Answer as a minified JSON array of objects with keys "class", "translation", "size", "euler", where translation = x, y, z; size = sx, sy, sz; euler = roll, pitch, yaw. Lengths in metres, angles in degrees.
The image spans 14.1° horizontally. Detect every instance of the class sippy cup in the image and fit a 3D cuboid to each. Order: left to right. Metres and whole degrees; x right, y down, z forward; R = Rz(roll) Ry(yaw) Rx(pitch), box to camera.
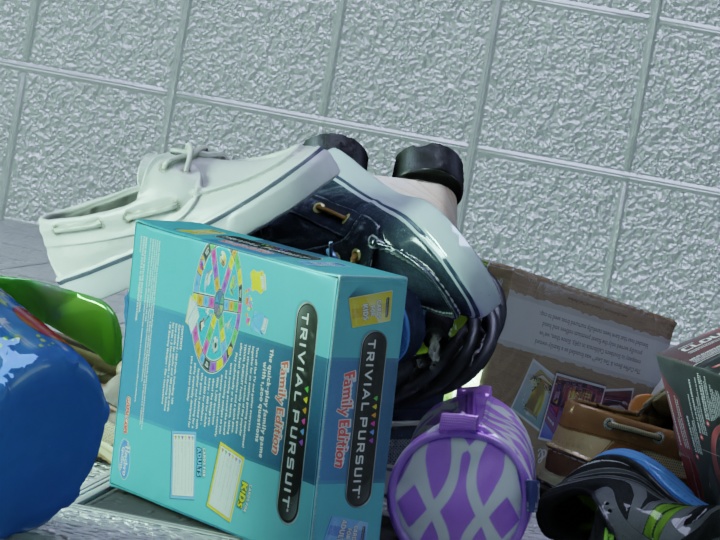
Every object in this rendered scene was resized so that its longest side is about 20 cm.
[{"class":"sippy cup","translation":[-0.199,0.063,1.427],"size":[0.130,0.178,0.140],"euler":[26,-16,35]}]

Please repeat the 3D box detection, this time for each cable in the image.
[{"class":"cable","translation":[-0.008,0.032,1.744],"size":[0.163,0.051,0.200],"euler":[-33,28,-23]}]

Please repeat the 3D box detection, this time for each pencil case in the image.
[{"class":"pencil case","translation":[0.057,0.114,1.627],"size":[0.083,0.086,0.200],"euler":[-7,1,3]}]

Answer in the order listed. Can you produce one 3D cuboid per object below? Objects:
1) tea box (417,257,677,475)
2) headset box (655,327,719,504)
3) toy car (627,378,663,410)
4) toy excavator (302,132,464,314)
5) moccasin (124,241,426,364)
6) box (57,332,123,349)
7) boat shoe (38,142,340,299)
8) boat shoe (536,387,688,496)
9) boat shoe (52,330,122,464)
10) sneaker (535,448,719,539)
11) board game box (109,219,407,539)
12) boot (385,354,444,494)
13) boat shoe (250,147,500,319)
[{"class":"tea box","translation":[0.076,0.062,2.012],"size":[0.196,0.135,0.199],"euler":[15,-1,41]},{"class":"headset box","translation":[0.241,0.111,1.575],"size":[0.075,0.150,0.200],"euler":[-21,13,-18]},{"class":"toy car","translation":[0.269,0.117,1.997],"size":[0.199,0.178,0.184],"euler":[-18,21,-5]},{"class":"toy excavator","translation":[-0.034,0.010,1.912],"size":[0.193,0.100,0.201],"euler":[7,-40,-7]},{"class":"moccasin","translation":[-0.043,0.019,1.652],"size":[0.199,0.081,0.068],"euler":[7,7,34]},{"class":"box","translation":[-0.138,0.074,1.925],"size":[0.163,0.021,0.200],"euler":[12,-7,27]},{"class":"boat shoe","translation":[-0.105,-0.042,1.704],"size":[0.199,0.066,0.072],"euler":[-22,10,34]},{"class":"boat shoe","translation":[0.194,0.107,1.726],"size":[0.199,0.074,0.075],"euler":[2,10,-37]},{"class":"boat shoe","translation":[-0.124,0.076,1.716],"size":[0.199,0.073,0.072],"euler":[14,18,34]},{"class":"sneaker","translation":[0.166,0.154,1.570],"size":[0.082,0.071,0.199],"euler":[-21,24,-27]},{"class":"board game box","translation":[-0.058,0.062,1.557],"size":[0.047,0.152,0.199],"euler":[1,8,-37]},{"class":"boot","translation":[-0.044,0.082,1.807],"size":[0.199,0.091,0.073],"euler":[9,4,-18]},{"class":"boat shoe","translation":[0.000,0.000,1.697],"size":[0.200,0.091,0.071],"euler":[34,-23,55]}]
